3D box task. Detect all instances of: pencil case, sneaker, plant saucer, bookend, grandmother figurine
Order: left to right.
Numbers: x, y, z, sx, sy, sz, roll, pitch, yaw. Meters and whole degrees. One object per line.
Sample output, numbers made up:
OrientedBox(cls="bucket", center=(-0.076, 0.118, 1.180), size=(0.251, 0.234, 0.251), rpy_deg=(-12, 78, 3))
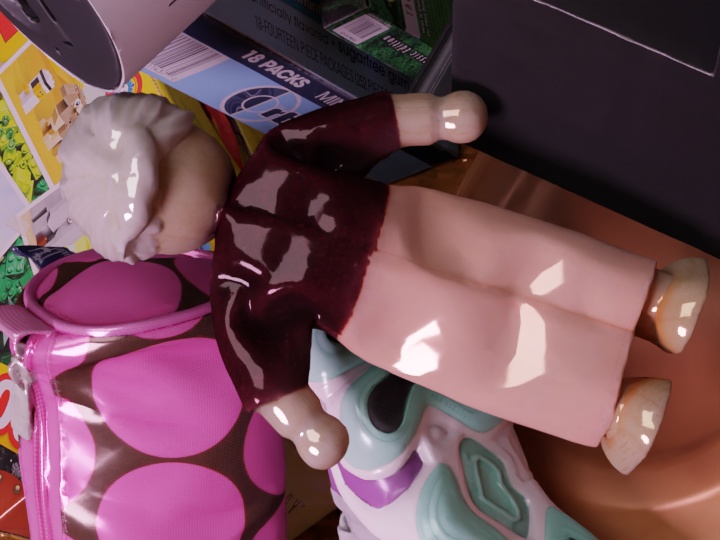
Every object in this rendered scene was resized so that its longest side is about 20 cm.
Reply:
OrientedBox(cls="pencil case", center=(-0.074, 0.090, 0.809), size=(0.090, 0.093, 0.202), rpy_deg=(19, 121, 44))
OrientedBox(cls="grandmother figurine", center=(0.000, 0.000, 0.724), size=(0.199, 0.061, 0.122), rpy_deg=(22, 73, 0))
OrientedBox(cls="sneaker", center=(0.009, 0.091, 0.797), size=(0.201, 0.077, 0.140), rpy_deg=(63, 143, 19))
OrientedBox(cls="plant saucer", center=(0.103, 0.006, 0.802), size=(0.199, 0.037, 0.202), rpy_deg=(-10, 71, 31))
OrientedBox(cls="bookend", center=(0.117, -0.089, 0.675), size=(0.199, 0.199, 0.092), rpy_deg=(25, 66, 14))

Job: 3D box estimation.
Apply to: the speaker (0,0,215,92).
OrientedBox(cls="speaker", center=(-0.034, -0.147, 0.732), size=(0.081, 0.081, 0.200), rpy_deg=(32, 68, 36))

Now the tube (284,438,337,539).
OrientedBox(cls="tube", center=(-0.094, 0.119, 0.886), size=(0.200, 0.058, 0.052), rpy_deg=(-42, 66, 18))

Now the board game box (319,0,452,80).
OrientedBox(cls="board game box", center=(0.009, -0.164, 0.875), size=(0.023, 0.105, 0.201), rpy_deg=(-20, 65, 26))

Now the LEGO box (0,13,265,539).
OrientedBox(cls="LEGO box", center=(-0.106, -0.015, 0.924), size=(0.149, 0.077, 0.201), rpy_deg=(-41, 57, 18))

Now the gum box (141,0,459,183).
OrientedBox(cls="gum box", center=(-0.037, -0.149, 0.861), size=(0.044, 0.170, 0.201), rpy_deg=(-19, 67, 29))
